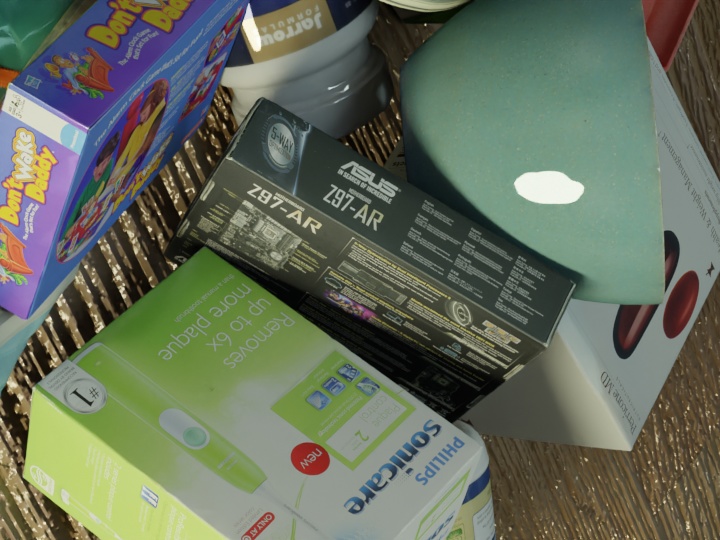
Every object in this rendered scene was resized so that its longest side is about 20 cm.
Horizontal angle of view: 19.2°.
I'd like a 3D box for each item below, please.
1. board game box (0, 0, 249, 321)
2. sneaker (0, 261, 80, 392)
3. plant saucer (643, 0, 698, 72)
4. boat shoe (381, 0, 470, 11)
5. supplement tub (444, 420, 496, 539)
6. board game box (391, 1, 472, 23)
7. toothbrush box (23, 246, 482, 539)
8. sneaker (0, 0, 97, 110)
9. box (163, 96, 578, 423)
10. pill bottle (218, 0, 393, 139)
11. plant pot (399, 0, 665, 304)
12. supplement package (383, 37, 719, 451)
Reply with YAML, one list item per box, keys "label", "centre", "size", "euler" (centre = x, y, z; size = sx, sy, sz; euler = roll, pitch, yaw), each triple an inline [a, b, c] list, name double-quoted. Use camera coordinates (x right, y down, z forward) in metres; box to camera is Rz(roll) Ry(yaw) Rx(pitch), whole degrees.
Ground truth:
- label: "board game box"
  centre: [-0.125, -0.085, 1.090]
  size: [0.200, 0.045, 0.135]
  euler: [-54, 173, -48]
- label: "sneaker"
  centre: [-0.209, 0.040, 1.095]
  size: [0.200, 0.074, 0.082]
  euler: [-53, 167, -42]
- label: "plant saucer"
  centre: [0.200, -0.280, 1.546]
  size: [0.200, 0.037, 0.200]
  euler: [47, 60, -40]
- label: "boat shoe"
  centre: [0.041, -0.185, 1.206]
  size: [0.200, 0.062, 0.075]
  euler: [-15, 101, -50]
- label: "supplement tub"
  centre: [0.015, 0.199, 1.292]
  size: [0.144, 0.144, 0.201]
  euler: [-20, 107, -46]
- label: "board game box"
  centre: [0.027, -0.214, 1.306]
  size: [0.200, 0.095, 0.030]
  euler: [47, 61, -40]
- label: "toothbrush box"
  centre: [-0.060, 0.103, 1.149]
  size: [0.146, 0.200, 0.086]
  euler: [-41, 159, -37]
- label: "sneaker"
  centre: [-0.210, -0.078, 1.069]
  size: [0.080, 0.071, 0.200]
  euler: [36, 65, -3]
- label: "box"
  centre: [0.000, 0.000, 1.182]
  size: [0.200, 0.160, 0.044]
  euler: [30, 65, -5]
- label: "pill bottle"
  centre: [-0.056, -0.174, 1.200]
  size: [0.116, 0.115, 0.201]
  euler: [-44, 124, -37]
- label: "plant pot"
  centre: [0.093, -0.076, 1.189]
  size: [0.200, 0.134, 0.201]
  euler: [-5, 90, -85]
- label: "supplement package"
  centre: [0.122, -0.023, 1.395]
  size: [0.191, 0.147, 0.200]
  euler: [55, 54, -36]
